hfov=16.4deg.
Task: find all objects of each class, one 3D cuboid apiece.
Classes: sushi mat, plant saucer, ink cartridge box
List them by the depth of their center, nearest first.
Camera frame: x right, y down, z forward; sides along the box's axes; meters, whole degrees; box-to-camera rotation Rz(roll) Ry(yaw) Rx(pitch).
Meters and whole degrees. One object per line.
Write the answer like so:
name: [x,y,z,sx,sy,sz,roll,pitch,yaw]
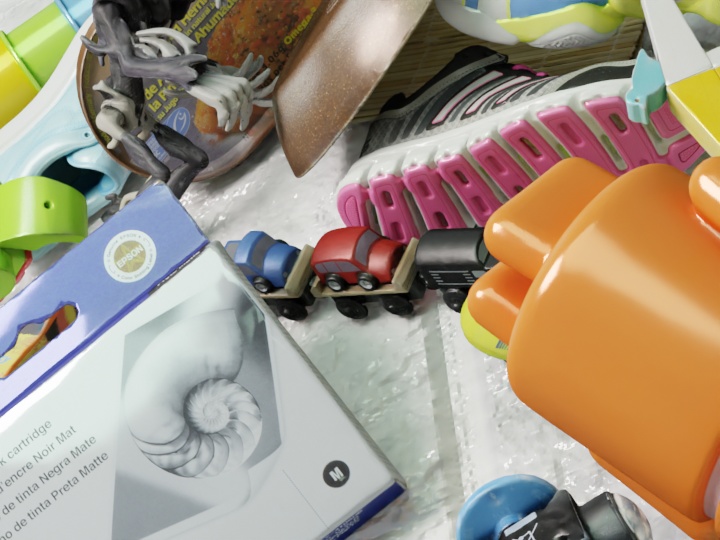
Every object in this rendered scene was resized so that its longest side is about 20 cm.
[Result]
ink cartridge box: [-0.115,0.084,1.162,0.200,0.041,0.200,-40,72,-1]
plant saucer: [0.007,-0.140,1.273,0.201,0.037,0.200,-57,7,11]
sushi mat: [0.069,-0.124,1.330,0.200,0.012,0.096,-6,48,36]

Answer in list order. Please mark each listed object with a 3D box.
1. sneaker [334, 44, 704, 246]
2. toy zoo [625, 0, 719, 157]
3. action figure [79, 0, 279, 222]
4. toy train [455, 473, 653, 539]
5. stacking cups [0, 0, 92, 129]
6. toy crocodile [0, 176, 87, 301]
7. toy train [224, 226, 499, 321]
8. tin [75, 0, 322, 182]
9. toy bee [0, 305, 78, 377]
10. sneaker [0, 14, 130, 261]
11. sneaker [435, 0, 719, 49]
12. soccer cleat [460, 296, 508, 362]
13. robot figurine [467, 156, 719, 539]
sneaker: [0.081,-0.075,1.221,0.200,0.074,0.088,-16,43,28]
toy zoo: [0.212,-0.108,1.122,0.200,0.020,0.131,-23,56,-2]
action figure: [-0.094,-0.095,1.299,0.102,0.200,0.119,9,18,12]
toy train: [0.038,0.164,0.978,0.200,0.114,0.087,-33,30,7]
stacking cups: [-0.156,-0.158,1.517,0.200,0.061,0.061,-38,37,-2]
toy crocodile: [-0.224,0.008,1.379,0.200,0.062,0.068,-41,49,35]
toy train: [0.000,0.000,1.233,0.200,0.046,0.034,-3,50,38]
tin: [-0.072,-0.139,1.372,0.200,0.112,0.042,-48,22,-1]
toy bee: [-0.180,0.074,1.257,0.131,0.109,0.200,-18,42,22]
sneaker: [-0.142,-0.080,1.421,0.200,0.074,0.082,-50,46,-1]
sneaker: [0.133,-0.168,1.199,0.200,0.105,0.076,-4,30,1]
soccer cleat: [0.126,-0.003,1.102,0.200,0.084,0.065,-8,46,34]
robot figurine: [0.139,0.034,0.988,0.200,0.117,0.144,35,100,22]
